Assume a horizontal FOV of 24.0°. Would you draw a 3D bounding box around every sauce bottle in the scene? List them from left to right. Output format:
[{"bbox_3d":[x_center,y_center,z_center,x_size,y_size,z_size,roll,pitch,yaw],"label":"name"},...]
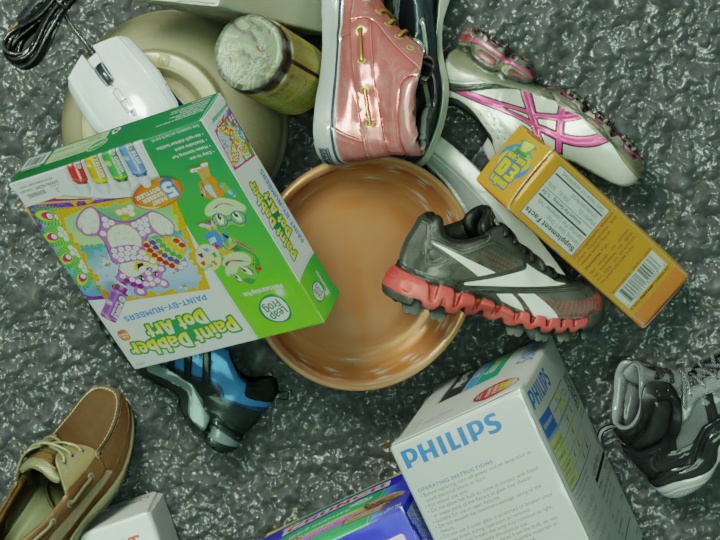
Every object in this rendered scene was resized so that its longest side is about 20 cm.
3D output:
[{"bbox_3d":[-0.058,-0.160,1.401,0.064,0.200,0.065,-2,83,17],"label":"sauce bottle"}]

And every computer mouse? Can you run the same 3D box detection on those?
[{"bbox_3d":[-0.192,-0.146,1.345,0.110,0.044,0.200,-41,92,4],"label":"computer mouse"}]

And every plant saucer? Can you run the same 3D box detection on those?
[{"bbox_3d":[0.000,0.000,1.430,0.198,0.037,0.202,-4,103,-16],"label":"plant saucer"}]

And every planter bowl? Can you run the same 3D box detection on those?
[{"bbox_3d":[-0.164,-0.123,1.436,0.198,0.135,0.202,0,95,2],"label":"planter bowl"}]

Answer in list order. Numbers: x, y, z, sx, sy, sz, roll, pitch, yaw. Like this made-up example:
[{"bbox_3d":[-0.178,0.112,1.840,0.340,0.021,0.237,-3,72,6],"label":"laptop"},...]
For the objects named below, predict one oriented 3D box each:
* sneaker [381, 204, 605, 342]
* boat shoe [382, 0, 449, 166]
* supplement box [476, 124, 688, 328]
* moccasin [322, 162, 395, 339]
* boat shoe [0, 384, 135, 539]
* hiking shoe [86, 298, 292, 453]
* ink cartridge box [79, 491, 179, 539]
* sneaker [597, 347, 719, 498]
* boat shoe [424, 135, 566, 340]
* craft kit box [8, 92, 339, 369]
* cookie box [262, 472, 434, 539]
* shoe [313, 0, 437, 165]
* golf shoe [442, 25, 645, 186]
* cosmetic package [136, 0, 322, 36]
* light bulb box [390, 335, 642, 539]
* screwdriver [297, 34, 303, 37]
[{"bbox_3d":[0.120,0.000,1.409,0.199,0.071,0.099,12,100,-17],"label":"sneaker"},{"bbox_3d":[0.038,-0.190,1.451,0.061,0.075,0.202,3,95,-40],"label":"boat shoe"},{"bbox_3d":[0.189,-0.036,1.432,0.069,0.067,0.200,-47,122,3],"label":"supplement box"},{"bbox_3d":[0.001,-0.035,1.476,0.080,0.068,0.202,1,95,1],"label":"moccasin"},{"bbox_3d":[-0.256,0.180,1.448,0.075,0.074,0.201,7,54,23],"label":"boat shoe"},{"bbox_3d":[-0.157,0.065,1.492,0.087,0.074,0.200,-44,103,-2],"label":"hiking shoe"},{"bbox_3d":[-0.216,0.317,1.500,0.144,0.084,0.202,-18,93,2],"label":"ink cartridge box"},{"bbox_3d":[0.292,0.095,1.466,0.113,0.076,0.201,33,98,-23],"label":"sneaker"},{"bbox_3d":[0.111,-0.027,1.481,0.068,0.072,0.200,-39,103,1],"label":"boat shoe"},{"bbox_3d":[-0.148,-0.025,1.345,0.199,0.049,0.198,-15,122,31],"label":"craft kit box"},{"bbox_3d":[-0.011,0.243,1.426,0.170,0.200,0.076,-26,90,9],"label":"cookie box"},{"bbox_3d":[0.018,-0.183,1.386,0.090,0.071,0.202,-1,71,17],"label":"shoe"},{"bbox_3d":[0.153,-0.124,1.470,0.199,0.073,0.092,35,101,8],"label":"golf shoe"},{"bbox_3d":[-0.100,-0.242,1.385,0.104,0.200,0.072,10,95,26],"label":"cosmetic package"},{"bbox_3d":[0.136,0.186,1.420,0.124,0.198,0.201,-25,94,16],"label":"light bulb box"},{"bbox_3d":[-0.018,-0.249,1.488,0.028,0.029,0.200,40,103,-3],"label":"screwdriver"}]
